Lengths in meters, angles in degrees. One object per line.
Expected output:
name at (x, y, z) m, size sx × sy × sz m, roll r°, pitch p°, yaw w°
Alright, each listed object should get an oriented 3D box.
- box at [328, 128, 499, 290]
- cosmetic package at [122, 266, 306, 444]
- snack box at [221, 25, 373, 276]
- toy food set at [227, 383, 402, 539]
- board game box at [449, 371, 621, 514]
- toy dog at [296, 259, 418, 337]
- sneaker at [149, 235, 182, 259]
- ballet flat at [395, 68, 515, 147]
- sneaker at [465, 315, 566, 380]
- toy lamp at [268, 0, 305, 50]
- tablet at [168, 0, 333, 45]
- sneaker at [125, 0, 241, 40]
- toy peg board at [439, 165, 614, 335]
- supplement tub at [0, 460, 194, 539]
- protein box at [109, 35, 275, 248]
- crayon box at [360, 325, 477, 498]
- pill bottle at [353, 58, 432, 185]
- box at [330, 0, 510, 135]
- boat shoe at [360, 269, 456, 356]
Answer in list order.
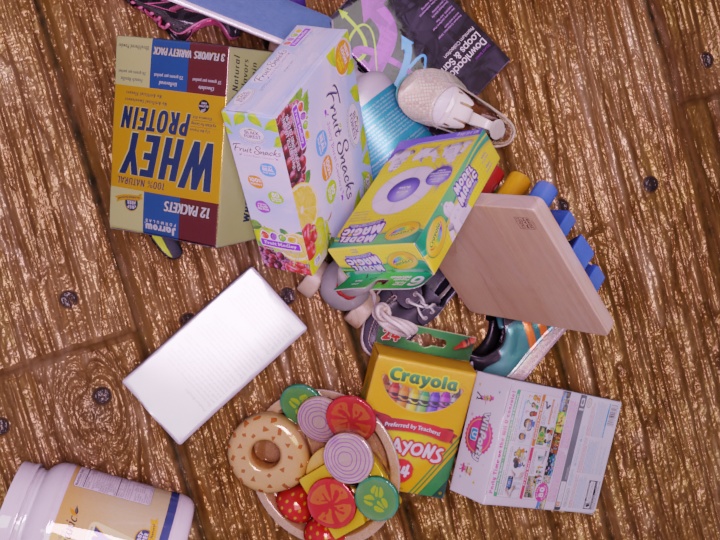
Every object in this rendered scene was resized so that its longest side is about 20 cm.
box at (0.050, -0.059, 0.959) m, size 0.048 × 0.117 × 0.200 m, roll 53°, pitch 51°, yaw -33°
cosmetic package at (-0.171, 0.097, 1.115) m, size 0.200 × 0.071 × 0.101 m, roll -42°, pitch 96°, yaw -7°
snack box at (-0.058, -0.126, 0.983) m, size 0.067 × 0.200 × 0.169 m, roll 11°, pitch 45°, yaw 22°
toy food set at (-0.047, 0.231, 1.110) m, size 0.198 × 0.049 × 0.200 m, roll -34°, pitch 85°, yaw 20°
board game box at (0.215, 0.211, 1.142) m, size 0.200 × 0.064 × 0.148 m, roll 16°, pitch 87°, yaw -37°
toy dog at (0.000, 0.000, 1.089) m, size 0.132 × 0.200 × 0.096 m, roll 38°, pitch 75°, yaw -23°
sneaker at (-0.227, -0.113, 1.107) m, size 0.081 × 0.074 × 0.201 m, roll -9°, pitch 93°, yaw -12°
ballet flat at (0.121, -0.189, 1.111) m, size 0.200 × 0.062 × 0.068 m, roll 8°, pitch 109°, yaw -51°
sneaker at (0.209, 0.056, 1.176) m, size 0.080 × 0.071 × 0.200 m, roll 38°, pitch 86°, yaw -12°
toy lamp at (-0.099, -0.263, 1.134) m, size 0.058 × 0.058 × 0.201 m, roll 5°, pitch 91°, yaw -9°
tablet at (-0.121, -0.288, 1.042) m, size 0.199 × 0.130 × 0.014 m, roll 18°, pitch 123°, yaw -15°
sneaker at (-0.227, -0.315, 1.110) m, size 0.199 × 0.079 × 0.096 m, roll 4°, pitch 101°, yaw -8°
toy peg board at (0.175, -0.040, 1.047) m, size 0.098 × 0.199 × 0.200 m, roll -55°, pitch 127°, yaw -23°
supplement tub at (-0.301, 0.300, 1.059) m, size 0.199 × 0.144 × 0.145 m, roll 18°, pitch 87°, yaw -9°
protein box at (-0.152, -0.142, 1.016) m, size 0.135 × 0.200 × 0.199 m, roll 10°, pitch 103°, yaw 22°
crayon box at (0.061, 0.168, 1.140) m, size 0.127 × 0.051 × 0.201 m, roll 11°, pitch 102°, yaw -9°
pill bottle at (0.019, -0.159, 1.125) m, size 0.111 × 0.111 × 0.200 m, roll -38°, pitch 96°, yaw -7°
box at (0.069, -0.280, 1.171) m, size 0.200 × 0.036 × 0.143 m, roll 43°, pitch 84°, yaw -8°
boat shoe at (0.074, 0.026, 1.158) m, size 0.073 × 0.063 × 0.200 m, roll 43°, pitch 85°, yaw -8°
